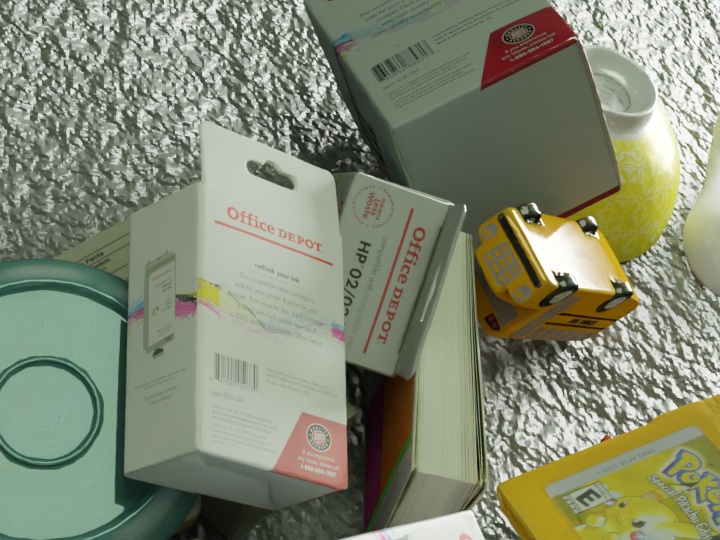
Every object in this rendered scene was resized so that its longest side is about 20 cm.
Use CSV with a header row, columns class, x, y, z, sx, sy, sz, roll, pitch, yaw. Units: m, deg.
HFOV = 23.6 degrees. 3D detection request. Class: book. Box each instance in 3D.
class,x,y,z,sx,sy,sz,roll,pitch,yaw
book,0.033,0.088,1.107,0.048,0.134,0.201,14,47,-13

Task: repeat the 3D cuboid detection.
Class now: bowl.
class,x,y,z,sx,sy,sz,roll,pitch,yaw
bowl,0.177,-0.114,1.377,0.199,0.108,0.201,13,47,-14

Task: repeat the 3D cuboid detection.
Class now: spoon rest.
class,x,y,z,sx,sy,sz,roll,pitch,yaw
spoon rest,0.315,-0.055,1.437,0.099,0.061,0.201,15,59,-11

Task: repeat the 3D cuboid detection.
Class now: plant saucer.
class,x,y,z,sx,sy,sz,roll,pitch,yaw
plant saucer,-0.181,0.083,0.985,0.199,0.027,0.201,5,68,-12

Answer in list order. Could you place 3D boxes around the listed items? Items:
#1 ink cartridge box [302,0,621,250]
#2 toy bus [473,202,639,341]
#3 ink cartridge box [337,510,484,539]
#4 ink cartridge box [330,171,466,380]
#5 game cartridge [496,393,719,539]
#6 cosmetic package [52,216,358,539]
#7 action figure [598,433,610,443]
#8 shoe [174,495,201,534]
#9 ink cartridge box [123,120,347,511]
class,x,y,z,sx,sy,sz,roll,pitch,yaw
ink cartridge box,0.071,-0.131,1.247,0.145,0.145,0.200,-27,41,-2
toy bus,0.130,0.006,1.201,0.200,0.078,0.065,6,54,-62
ink cartridge box,0.001,0.214,0.881,0.200,0.084,0.145,-3,64,-50
ink cartridge box,0.000,0.000,1.106,0.068,0.200,0.116,18,88,-11
game cartridge,0.210,0.157,1.091,0.199,0.033,0.176,-22,36,-11
cosmetic package,-0.111,0.065,1.100,0.200,0.073,0.103,43,46,16
action figure,0.229,0.193,1.169,0.200,0.052,0.065,40,40,9
shoe,-0.167,0.076,1.028,0.200,0.053,0.070,43,38,9
ink cartridge box,-0.071,0.027,0.999,0.116,0.067,0.201,21,58,-41
